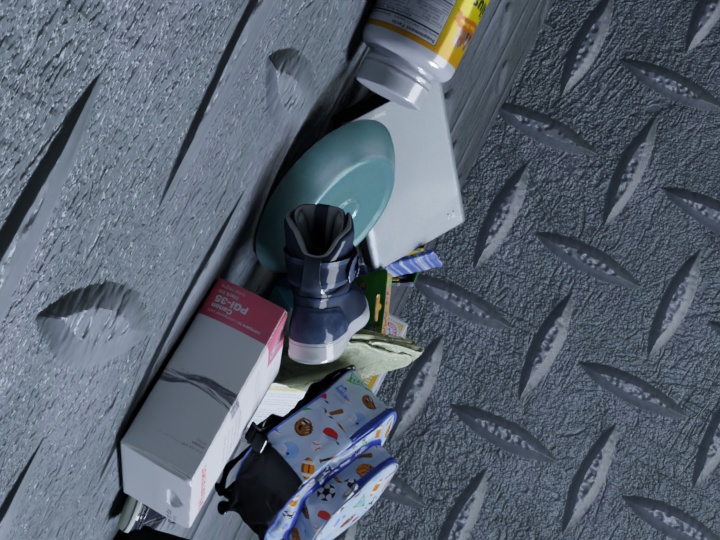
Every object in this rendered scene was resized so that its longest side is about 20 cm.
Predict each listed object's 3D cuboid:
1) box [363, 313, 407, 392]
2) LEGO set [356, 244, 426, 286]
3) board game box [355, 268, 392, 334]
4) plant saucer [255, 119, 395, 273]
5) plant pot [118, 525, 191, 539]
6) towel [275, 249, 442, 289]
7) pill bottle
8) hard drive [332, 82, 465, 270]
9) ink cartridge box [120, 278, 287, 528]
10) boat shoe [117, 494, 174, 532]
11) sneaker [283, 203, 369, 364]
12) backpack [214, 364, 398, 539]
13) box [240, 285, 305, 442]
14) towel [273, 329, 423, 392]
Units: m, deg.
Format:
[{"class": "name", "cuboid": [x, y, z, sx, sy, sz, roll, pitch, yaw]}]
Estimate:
[{"class": "box", "cuboid": [0.002, 0.175, 2.703, 0.201, 0.101, 0.113, -62, 174, -15]}, {"class": "LEGO set", "cuboid": [0.034, -0.066, 2.162, 0.200, 0.115, 0.155, 112, -22, -62]}, {"class": "board game box", "cuboid": [-0.020, 0.063, 1.729, 0.200, 0.030, 0.096, -21, -122, 56]}, {"class": "plant saucer", "cuboid": [-0.026, -0.069, 1.521, 0.200, 0.036, 0.201, -38, 152, -24]}, {"class": "plant pot", "cuboid": [-0.208, 0.384, 1.561, 0.200, 0.198, 0.179, 85, 20, -77]}, {"class": "towel", "cuboid": [0.000, 0.000, 1.760, 0.145, 0.198, 0.024, 22, 56, -81]}, {"class": "pill bottle", "cuboid": [0.072, -0.276, 1.500, 0.201, 0.109, 0.109, -64, 173, 0]}, {"class": "hard drive", "cuboid": [0.047, -0.117, 1.644, 0.139, 0.033, 0.201, -29, 127, -23]}, {"class": "ink cartridge box", "cuboid": [-0.155, 0.132, 1.404, 0.201, 0.082, 0.147, -61, 173, -28]}, {"class": "boat shoe", "cuboid": [-0.201, 0.231, 1.516, 0.075, 0.062, 0.200, -63, 172, 15]}, {"class": "sneaker", "cuboid": [-0.033, -0.005, 1.467, 0.202, 0.076, 0.148, -69, 159, -73]}, {"class": "backpack", "cuboid": [-0.044, 0.205, 1.551, 0.191, 0.154, 0.200, -45, 174, -32]}, {"class": "box", "cuboid": [-0.099, 0.118, 1.730, 0.082, 0.049, 0.201, 8, 118, -36]}, {"class": "towel", "cuboid": [-0.042, 0.101, 1.610, 0.199, 0.148, 0.037, -17, -114, 43]}]
